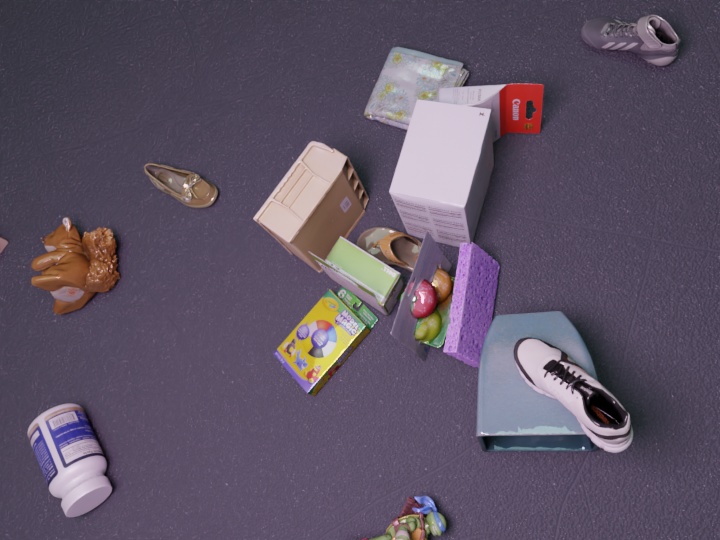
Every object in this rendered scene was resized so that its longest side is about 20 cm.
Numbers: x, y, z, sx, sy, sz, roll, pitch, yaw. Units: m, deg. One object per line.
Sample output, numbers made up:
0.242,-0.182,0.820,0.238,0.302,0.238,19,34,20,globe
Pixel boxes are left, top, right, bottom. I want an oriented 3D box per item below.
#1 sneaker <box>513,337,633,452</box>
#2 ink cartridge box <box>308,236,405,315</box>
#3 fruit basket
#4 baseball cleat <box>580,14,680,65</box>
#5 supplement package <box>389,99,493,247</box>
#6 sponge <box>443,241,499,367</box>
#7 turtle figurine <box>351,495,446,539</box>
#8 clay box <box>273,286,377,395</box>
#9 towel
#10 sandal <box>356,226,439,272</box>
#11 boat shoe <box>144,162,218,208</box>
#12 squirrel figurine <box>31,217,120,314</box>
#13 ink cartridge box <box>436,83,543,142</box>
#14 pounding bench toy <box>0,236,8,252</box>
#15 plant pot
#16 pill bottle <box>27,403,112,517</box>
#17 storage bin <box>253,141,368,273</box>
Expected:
0.298,0.159,0.775,0.074,0.080,0.199,-43,57,-8,sneaker
0.000,0.000,1.043,0.146,0.200,0.077,32,82,16,ink cartridge box
0.113,0.053,1.002,0.092,0.199,0.190,13,76,34,fruit basket
0.536,-0.477,1.097,0.197,0.106,0.071,28,86,24,baseball cleat
0.163,-0.179,1.060,0.143,0.200,0.197,13,76,19,supplement package
0.207,0.064,1.017,0.029,0.110,0.206,-2,69,42,sponge
0.062,0.490,0.905,0.189,0.144,0.205,-23,64,12,turtle figurine
-0.069,0.133,1.110,0.114,0.048,0.201,40,87,24,clay box
0.123,-0.397,1.226,0.195,0.048,0.175,21,79,22,towel
0.080,-0.041,1.118,0.196,0.054,0.082,23,80,22,sandal
-0.428,-0.207,1.317,0.197,0.063,0.075,25,81,22,boat shoe
-0.665,-0.030,1.311,0.194,0.143,0.191,-15,58,-4,squirrel figurine
0.256,-0.297,1.092,0.194,0.160,0.049,4,71,17,ink cartridge box
-1.029,-0.087,1.381,0.154,0.200,0.126,33,83,24,pounding bench toy
0.287,0.182,0.917,0.190,0.196,0.206,-5,66,14,plant pot
-0.598,0.391,1.146,0.115,0.116,0.201,-39,66,0,pill bottle
-0.087,-0.123,1.115,0.093,0.200,0.201,34,84,22,storage bin
